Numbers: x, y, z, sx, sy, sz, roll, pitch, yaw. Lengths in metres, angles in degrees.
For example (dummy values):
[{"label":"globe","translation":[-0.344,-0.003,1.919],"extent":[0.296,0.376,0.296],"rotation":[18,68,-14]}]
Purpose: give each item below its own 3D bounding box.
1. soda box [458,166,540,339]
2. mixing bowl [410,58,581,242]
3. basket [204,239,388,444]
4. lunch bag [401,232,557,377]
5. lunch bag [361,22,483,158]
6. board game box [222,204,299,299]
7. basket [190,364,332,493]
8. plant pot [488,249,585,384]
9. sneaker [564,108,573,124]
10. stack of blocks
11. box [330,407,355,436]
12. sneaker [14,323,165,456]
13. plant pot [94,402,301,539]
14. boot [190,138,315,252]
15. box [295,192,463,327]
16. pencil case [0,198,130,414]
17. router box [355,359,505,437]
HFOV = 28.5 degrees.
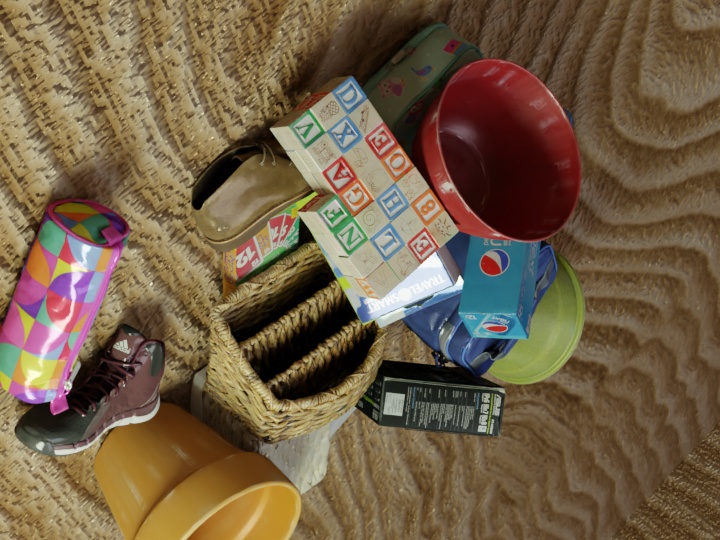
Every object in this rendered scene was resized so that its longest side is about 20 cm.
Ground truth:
[{"label":"soda box","translation":[0.162,-0.026,1.587],"extent":[0.064,0.068,0.200],"rotation":[58,38,-55]},{"label":"mixing bowl","translation":[0.129,-0.116,1.520],"extent":[0.200,0.200,0.108],"rotation":[-28,-176,-38]},{"label":"basket","translation":[-0.061,0.082,1.595],"extent":[0.200,0.143,0.149],"rotation":[-32,150,-34]},{"label":"lunch bag","translation":[0.144,0.031,1.707],"extent":[0.200,0.132,0.136],"rotation":[-54,156,-6]},{"label":"lunch bag","translation":[0.071,-0.176,1.608],"extent":[0.160,0.077,0.200],"rotation":[-43,151,-10]},{"label":"board game box","translation":[-0.114,0.007,1.609],"extent":[0.095,0.030,0.200],"rotation":[-33,150,-31]},{"label":"basket","translation":[-0.116,0.191,1.721],"extent":[0.136,0.123,0.200],"rotation":[-33,148,-31]},{"label":"plant pot","translation":[0.173,0.049,1.944],"extent":[0.184,0.200,0.201],"rotation":[11,115,-47]},{"label":"sneaker","translation":[0.218,-0.195,1.808],"extent":[0.200,0.078,0.090],"rotation":[-12,130,-51]},{"label":"stack of blocks","translation":[-0.005,-0.083,1.445],"extent":[0.115,0.059,0.200],"rotation":[-40,108,-16]},{"label":"box","translation":[-0.042,0.149,1.848],"extent":[0.144,0.036,0.200],"rotation":[-46,157,-41]},{"label":"sneaker","translation":[-0.271,0.111,1.461],"extent":[0.200,0.076,0.116],"rotation":[-22,137,-60]},{"label":"plant pot","translation":[-0.199,0.253,1.596],"extent":[0.200,0.183,0.200],"rotation":[-32,147,-24]},{"label":"boot","translation":[-0.091,-0.109,1.461],"extent":[0.200,0.074,0.075],"rotation":[-43,139,-13]},{"label":"box","translation":[0.021,-0.033,1.551],"extent":[0.122,0.200,0.048],"rotation":[-24,-164,20]},{"label":"pencil case","translation":[-0.280,0.032,1.325],"extent":[0.088,0.088,0.200],"rotation":[-12,133,-51]},{"label":"router box","translation":[0.078,0.154,1.745],"extent":[0.200,0.150,0.062],"rotation":[-161,-103,-79]}]
